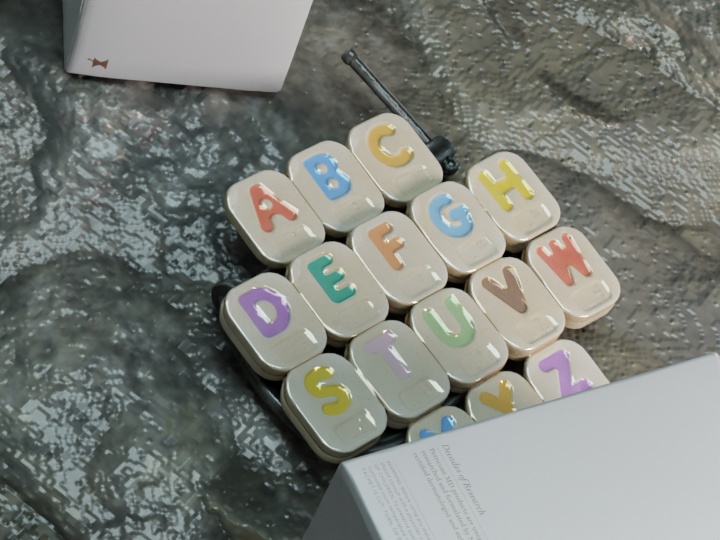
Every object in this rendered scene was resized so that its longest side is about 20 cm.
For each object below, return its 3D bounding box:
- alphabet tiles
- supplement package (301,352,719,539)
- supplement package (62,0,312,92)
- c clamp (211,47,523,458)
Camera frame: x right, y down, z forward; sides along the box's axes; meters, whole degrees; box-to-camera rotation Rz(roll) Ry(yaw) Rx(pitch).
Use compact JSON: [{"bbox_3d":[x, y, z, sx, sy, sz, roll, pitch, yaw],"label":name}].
[{"bbox_3d":[0.032,0.015,1.352,0.200,0.015,0.196,-27,73,-34],"label":"alphabet tiles"},{"bbox_3d":[0.087,0.137,1.240,0.200,0.121,0.120,-15,62,-26],"label":"supplement package"},{"bbox_3d":[-0.090,-0.207,1.431,0.117,0.117,0.200,5,55,-15],"label":"supplement package"},{"bbox_3d":[0.000,0.000,1.374,0.171,0.027,0.200,41,52,6],"label":"c clamp"}]
